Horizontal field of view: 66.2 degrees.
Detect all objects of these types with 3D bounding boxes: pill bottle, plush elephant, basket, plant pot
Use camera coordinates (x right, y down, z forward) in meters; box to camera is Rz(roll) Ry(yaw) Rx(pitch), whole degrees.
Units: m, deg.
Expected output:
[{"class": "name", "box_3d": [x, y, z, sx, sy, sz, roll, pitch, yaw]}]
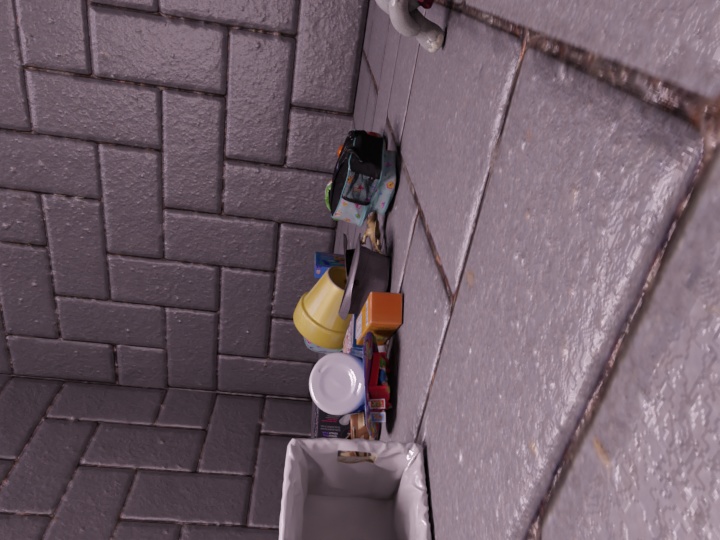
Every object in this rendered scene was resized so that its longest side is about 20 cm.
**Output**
[{"class": "pill bottle", "box_3d": [-0.023, 0.236, 1.146, 0.200, 0.119, 0.121, 43, -129, -72]}, {"class": "plush elephant", "box_3d": [0.091, -0.465, 0.861, 0.155, 0.199, 0.166, 24, 101, 64]}, {"class": "basket", "box_3d": [-0.012, 0.363, 0.772, 0.161, 0.197, 0.201, 97, 174, -46]}, {"class": "plant pot", "box_3d": [-0.075, 0.099, 1.641, 0.201, 0.200, 0.190, -94, 28, -56]}]

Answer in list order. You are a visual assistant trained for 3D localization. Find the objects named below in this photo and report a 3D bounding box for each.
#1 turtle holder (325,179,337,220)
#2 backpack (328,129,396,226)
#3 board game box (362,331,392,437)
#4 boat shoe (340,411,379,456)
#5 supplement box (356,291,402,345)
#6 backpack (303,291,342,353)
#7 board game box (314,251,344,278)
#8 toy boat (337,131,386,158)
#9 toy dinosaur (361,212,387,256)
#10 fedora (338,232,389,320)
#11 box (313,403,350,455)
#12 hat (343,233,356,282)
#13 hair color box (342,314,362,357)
[{"class": "turtle holder", "box_3d": [-0.039, -0.252, 1.916, 0.141, 0.185, 0.132, -42, 30, 28]}, {"class": "backpack", "box_3d": [0.002, -0.210, 1.331, 0.177, 0.152, 0.200, -90, 24, -46]}, {"class": "board game box", "box_3d": [0.041, 0.218, 1.067, 0.158, 0.039, 0.202, 32, -125, -75]}, {"class": "boat shoe", "box_3d": [-0.007, 0.387, 1.207, 0.076, 0.073, 0.201, -98, 16, -66]}, {"class": "supplement box", "box_3d": [0.036, 0.104, 1.143, 0.200, 0.066, 0.069, 113, 159, -70]}, {"class": "backpack", "box_3d": [-0.110, 0.179, 1.860, 0.151, 0.176, 0.202, -90, 4, -77]}, {"class": "board game box", "box_3d": [-0.083, -0.014, 1.897, 0.200, 0.151, 0.045, -105, 21, -73]}, {"class": "toy boat", "box_3d": [-0.002, -0.333, 1.588, 0.200, 0.130, 0.131, -102, 19, -69]}, {"class": "toy dinosaur", "box_3d": [0.032, -0.097, 1.395, 0.101, 0.058, 0.201, 107, 167, -54]}, {"class": "fedora", "box_3d": [0.015, 0.023, 1.258, 0.177, 0.090, 0.201, 121, 164, -79]}, {"class": "box", "box_3d": [-0.056, 0.379, 1.425, 0.106, 0.121, 0.201, 107, 167, -57]}, {"class": "hat", "box_3d": [0.000, 0.000, 1.441, 0.201, 0.080, 0.202, 175, 90, -88]}, {"class": "hair color box", "box_3d": [-0.007, 0.198, 1.447, 0.200, 0.060, 0.101, 106, 169, -58]}]
